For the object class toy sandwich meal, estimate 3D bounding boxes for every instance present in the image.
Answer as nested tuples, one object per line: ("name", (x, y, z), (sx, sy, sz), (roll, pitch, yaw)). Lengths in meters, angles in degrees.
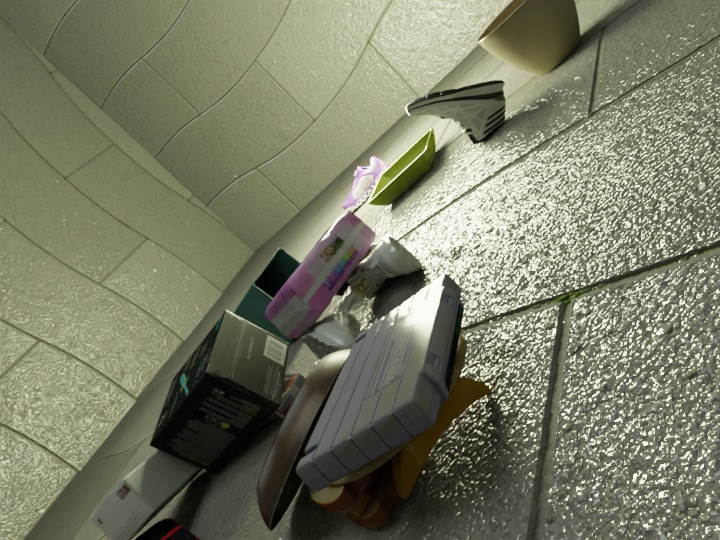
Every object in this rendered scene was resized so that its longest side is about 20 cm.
("toy sandwich meal", (0.033, 0.140, 0.553), (0.205, 0.070, 0.205), (-41, 10, 9))

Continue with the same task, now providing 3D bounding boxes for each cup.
("cup", (0.357, -0.484, 1.198), (0.200, 0.143, 0.200), (-44, 13, 13))

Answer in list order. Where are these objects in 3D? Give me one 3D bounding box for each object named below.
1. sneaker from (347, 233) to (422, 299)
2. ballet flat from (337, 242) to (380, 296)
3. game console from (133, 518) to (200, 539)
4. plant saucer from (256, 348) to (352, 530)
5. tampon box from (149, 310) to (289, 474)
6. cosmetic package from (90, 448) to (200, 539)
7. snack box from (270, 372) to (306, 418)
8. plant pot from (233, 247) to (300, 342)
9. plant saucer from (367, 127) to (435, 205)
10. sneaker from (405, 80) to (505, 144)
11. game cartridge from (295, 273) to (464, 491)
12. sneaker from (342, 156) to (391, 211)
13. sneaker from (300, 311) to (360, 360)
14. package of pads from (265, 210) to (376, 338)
("sneaker", (0.033, 0.005, 0.959), (0.116, 0.074, 0.200), (-48, 4, 5))
("ballet flat", (0.000, 0.000, 1.126), (0.200, 0.067, 0.047), (-32, 64, 40))
("game console", (-0.322, 0.425, 0.812), (0.200, 0.031, 0.177), (-34, 9, -31))
("plant saucer", (-0.059, 0.169, 0.628), (0.200, 0.032, 0.201), (90, -154, -73))
("tampon box", (-0.226, 0.199, 0.966), (0.200, 0.126, 0.150), (-48, 22, 28))
("cosmetic package", (-0.324, 0.340, 0.961), (0.102, 0.074, 0.200), (-49, -3, 19))
("snack box", (-0.150, 0.213, 1.006), (0.072, 0.024, 0.200), (-57, 16, -27))
("plant pot", (-0.192, 0.089, 1.284), (0.200, 0.141, 0.142), (-47, 10, 36))
("plant saucer", (0.116, -0.249, 1.487), (0.200, 0.048, 0.200), (-41, 14, 28))
("sneaker", (0.194, -0.304, 1.193), (0.199, 0.116, 0.076), (-8, 18, 12))
("game cartridge", (0.027, 0.086, 0.509), (0.129, 0.038, 0.200), (-33, 13, 27))
("sneaker", (0.007, -0.268, 1.809), (0.200, 0.088, 0.081), (-44, 14, 18))
("sneaker", (-0.033, 0.097, 0.886), (0.080, 0.077, 0.200), (-40, 12, -14))
("package of pads", (-0.064, 0.006, 0.960), (0.120, 0.076, 0.200), (-41, 12, 51))
